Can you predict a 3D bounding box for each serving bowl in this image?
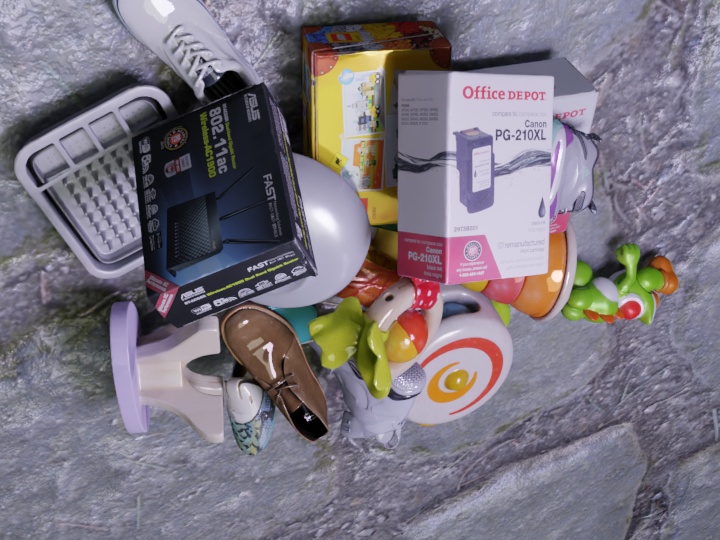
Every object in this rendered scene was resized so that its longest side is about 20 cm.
[{"bbox_3d":[-0.090,-0.028,1.123,0.196,0.066,0.202,6,135,6],"label":"serving bowl"}]

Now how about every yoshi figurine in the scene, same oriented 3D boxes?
[{"bbox_3d":[0.344,0.017,1.497,0.197,0.111,0.115,-8,99,-36],"label":"yoshi figurine"}]

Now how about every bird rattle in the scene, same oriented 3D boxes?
[{"bbox_3d":[0.040,0.049,1.192,0.201,0.112,0.164,-50,151,-21],"label":"bird rattle"}]

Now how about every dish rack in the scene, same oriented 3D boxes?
[{"bbox_3d":[-0.249,-0.097,1.118,0.170,0.044,0.201,-29,135,-3],"label":"dish rack"}]

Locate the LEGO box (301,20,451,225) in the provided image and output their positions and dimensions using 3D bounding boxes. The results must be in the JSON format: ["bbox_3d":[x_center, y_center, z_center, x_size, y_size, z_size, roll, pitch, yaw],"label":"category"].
[{"bbox_3d":[0.014,-0.153,1.141,0.146,0.078,0.203,-5,120,-10],"label":"LEGO box"}]

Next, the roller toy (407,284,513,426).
[{"bbox_3d":[0.101,0.104,1.400,0.200,0.141,0.181,-45,133,15],"label":"roller toy"}]

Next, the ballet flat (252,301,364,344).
[{"bbox_3d":[-0.055,0.050,1.271,0.196,0.070,0.070,4,127,-24],"label":"ballet flat"}]

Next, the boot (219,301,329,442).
[{"bbox_3d":[-0.089,0.117,1.213,0.073,0.076,0.201,-32,126,3],"label":"boot"}]

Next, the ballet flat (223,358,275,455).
[{"bbox_3d":[-0.134,0.117,1.283,0.073,0.074,0.204,12,79,-34],"label":"ballet flat"}]

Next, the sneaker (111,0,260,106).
[{"bbox_3d":[-0.159,-0.215,1.041,0.073,0.071,0.199,-42,134,12],"label":"sneaker"}]

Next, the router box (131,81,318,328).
[{"bbox_3d":[-0.132,-0.064,1.011,0.147,0.203,0.062,-21,146,9],"label":"router box"}]

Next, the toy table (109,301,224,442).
[{"bbox_3d":[-0.217,0.112,1.230,0.115,0.187,0.201,-3,158,-6],"label":"toy table"}]

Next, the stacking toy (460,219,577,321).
[{"bbox_3d":[0.161,-0.017,1.346,0.196,0.147,0.148,7,126,-17],"label":"stacking toy"}]

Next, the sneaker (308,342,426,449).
[{"bbox_3d":[-0.013,0.135,1.325,0.075,0.198,0.117,-16,128,-51],"label":"sneaker"}]

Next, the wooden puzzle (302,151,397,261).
[{"bbox_3d":[-0.006,-0.041,1.268,0.182,0.038,0.202,11,124,-19],"label":"wooden puzzle"}]

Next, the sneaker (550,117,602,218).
[{"bbox_3d":[0.206,-0.070,1.198,0.138,0.078,0.202,8,125,-32],"label":"sneaker"}]

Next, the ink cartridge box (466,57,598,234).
[{"bbox_3d":[0.181,-0.135,1.245,0.143,0.084,0.203,-12,133,-20],"label":"ink cartridge box"}]

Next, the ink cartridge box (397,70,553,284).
[{"bbox_3d":[0.115,-0.097,1.070,0.143,0.084,0.204,-6,100,-36],"label":"ink cartridge box"}]

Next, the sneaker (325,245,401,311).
[{"bbox_3d":[0.000,0.000,1.234,0.196,0.074,0.078,7,125,-17],"label":"sneaker"}]
